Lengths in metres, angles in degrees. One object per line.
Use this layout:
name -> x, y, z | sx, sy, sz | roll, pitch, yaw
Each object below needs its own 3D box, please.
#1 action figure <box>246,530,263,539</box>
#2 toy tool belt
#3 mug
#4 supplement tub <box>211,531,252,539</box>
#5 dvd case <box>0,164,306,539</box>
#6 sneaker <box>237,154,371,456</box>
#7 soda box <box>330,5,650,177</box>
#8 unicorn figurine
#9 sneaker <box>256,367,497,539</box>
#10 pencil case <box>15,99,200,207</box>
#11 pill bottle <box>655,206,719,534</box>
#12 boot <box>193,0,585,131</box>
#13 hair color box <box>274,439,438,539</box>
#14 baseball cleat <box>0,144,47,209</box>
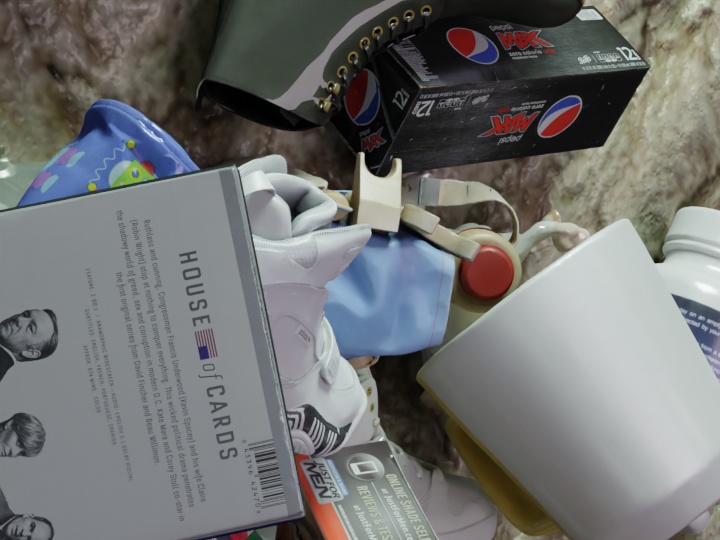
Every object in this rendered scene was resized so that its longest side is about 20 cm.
action figure -> -0.136, 0.197, 0.953 | 0.199, 0.118, 0.055 | -37, 150, -13
toy tool belt -> 0.000, 0.000, 0.967 | 0.198, 0.123, 0.126 | 5, 96, -10
mug -> 0.134, 0.079, 1.030 | 0.149, 0.187, 0.154 | -36, 82, -4
supplement tub -> -0.156, 0.140, 0.879 | 0.200, 0.140, 0.141 | -48, 125, -16
dvd case -> -0.134, 0.049, 0.756 | 0.198, 0.025, 0.152 | -11, 93, -4
sneaker -> -0.032, 0.018, 0.855 | 0.115, 0.075, 0.200 | -56, 151, 7
soda box -> 0.077, -0.109, 1.086 | 0.199, 0.063, 0.071 | -9, 141, -40
unicorn figurine -> 0.068, 0.005, 1.104 | 0.136, 0.074, 0.202 | -15, 113, -28
sneaker -> 0.011, 0.108, 1.075 | 0.199, 0.073, 0.117 | 2, 99, -41
pencil case -> -0.153, 0.016, 0.826 | 0.078, 0.087, 0.200 | 43, 77, -9
pill bottle -> 0.214, 0.065, 1.222 | 0.111, 0.111, 0.201 | 33, 76, -40
boot -> 0.015, -0.124, 0.977 | 0.198, 0.078, 0.140 | 13, 73, 1
hair color box -> -0.007, 0.205, 0.992 | 0.063, 0.111, 0.201 | -7, 131, -22
baseball cleat -> -0.213, 0.014, 0.876 | 0.199, 0.070, 0.107 | -24, 126, -32
